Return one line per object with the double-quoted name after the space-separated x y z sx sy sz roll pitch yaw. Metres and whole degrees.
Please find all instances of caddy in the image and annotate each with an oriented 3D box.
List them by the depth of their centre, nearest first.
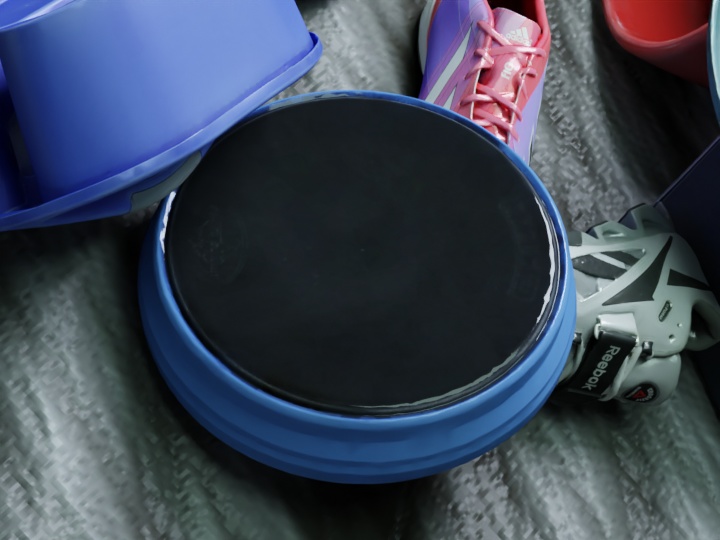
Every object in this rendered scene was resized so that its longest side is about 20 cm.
-0.105 -0.080 1.019 0.200 0.141 0.106 -39 112 -46 "caddy"

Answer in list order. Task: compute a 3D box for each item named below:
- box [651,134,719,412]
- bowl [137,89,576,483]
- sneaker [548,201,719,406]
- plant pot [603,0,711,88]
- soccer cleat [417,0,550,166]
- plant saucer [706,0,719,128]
0.272 0.028 1.230 0.181 0.104 0.201 -1 57 -36 "box"
0.000 0.000 1.050 0.199 0.040 0.202 3 52 -4 "bowl"
0.112 0.030 1.137 0.199 0.074 0.089 -22 69 -44 "sneaker"
0.263 -0.168 1.325 0.177 0.200 0.202 30 43 -26 "plant pot"
0.064 -0.089 1.199 0.068 0.073 0.201 22 46 -19 "soccer cleat"
0.242 -0.086 1.169 0.198 0.036 0.202 10 70 -28 "plant saucer"
